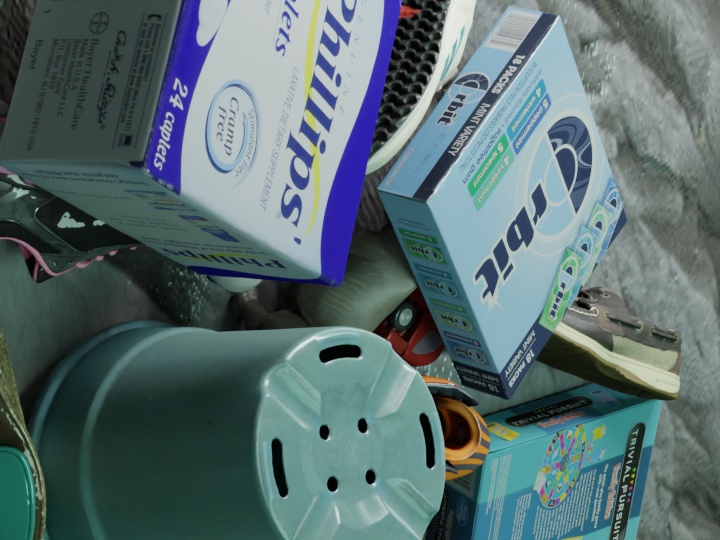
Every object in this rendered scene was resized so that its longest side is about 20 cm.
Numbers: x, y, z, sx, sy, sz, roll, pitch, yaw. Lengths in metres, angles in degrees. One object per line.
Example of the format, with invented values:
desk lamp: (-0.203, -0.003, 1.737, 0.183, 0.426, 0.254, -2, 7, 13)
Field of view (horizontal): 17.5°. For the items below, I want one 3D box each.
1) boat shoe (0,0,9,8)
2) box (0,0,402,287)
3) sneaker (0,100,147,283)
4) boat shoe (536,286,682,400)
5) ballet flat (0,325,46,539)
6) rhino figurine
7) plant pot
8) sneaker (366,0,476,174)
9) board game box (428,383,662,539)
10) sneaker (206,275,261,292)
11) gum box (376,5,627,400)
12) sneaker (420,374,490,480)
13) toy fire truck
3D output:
boat shoe: (-0.220, -0.155, 1.252, 0.200, 0.072, 0.066, -42, 158, -34)
box: (-0.081, -0.108, 1.275, 0.200, 0.105, 0.185, 31, 68, -55)
sneaker: (-0.160, -0.035, 1.377, 0.199, 0.079, 0.096, 12, 110, -36)
boat shoe: (0.171, 0.043, 1.762, 0.200, 0.073, 0.065, 26, 71, -43)
ballet flat: (-0.221, 0.090, 1.379, 0.065, 0.070, 0.201, -78, 164, -63)
rhino figurine: (0.000, 0.000, 1.544, 0.200, 0.087, 0.060, -47, 138, -15)
plant pot: (-0.067, 0.117, 1.408, 0.200, 0.196, 0.201, 10, 75, -40)
sneaker: (0.033, -0.126, 1.486, 0.094, 0.070, 0.200, 66, 37, -52)
board game box: (0.141, 0.176, 1.816, 0.200, 0.047, 0.152, -13, 121, -41)
sneaker: (-0.066, -0.073, 1.450, 0.072, 0.072, 0.201, -18, 125, -40)
gum box: (0.098, -0.043, 1.546, 0.170, 0.044, 0.200, -55, 141, -26)
sneaker: (0.048, 0.113, 1.594, 0.200, 0.112, 0.078, 20, 85, -49)
toy fire truck: (0.081, -0.011, 1.637, 0.141, 0.049, 0.200, 39, 77, -47)
